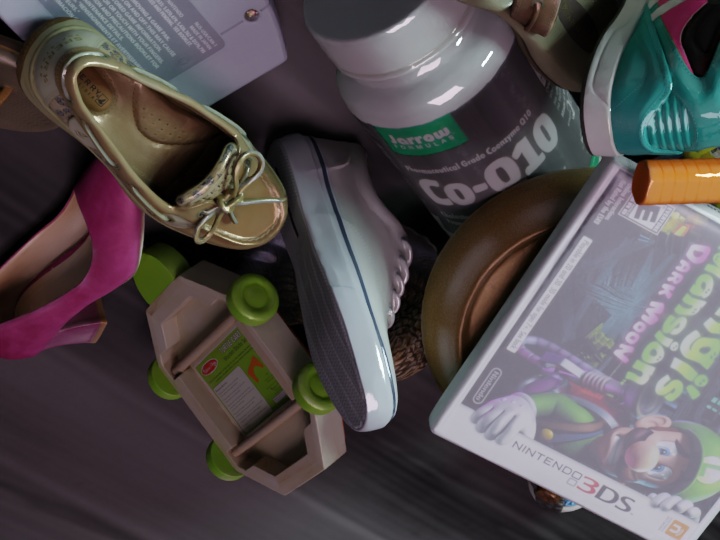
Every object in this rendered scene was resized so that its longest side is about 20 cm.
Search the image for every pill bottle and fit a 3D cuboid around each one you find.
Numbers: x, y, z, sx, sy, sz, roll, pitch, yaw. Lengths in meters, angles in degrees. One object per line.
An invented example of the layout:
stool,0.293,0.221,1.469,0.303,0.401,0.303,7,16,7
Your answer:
pill bottle,0.055,-0.106,0.935,0.113,0.113,0.200,-28,135,14

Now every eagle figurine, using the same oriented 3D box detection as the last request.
eagle figurine,0.014,0.040,1.075,0.151,0.200,0.152,-6,111,-55

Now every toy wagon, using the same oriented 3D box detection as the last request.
toy wagon,-0.089,0.052,1.038,0.040,0.200,0.155,-34,176,-37

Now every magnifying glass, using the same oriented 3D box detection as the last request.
magnifying glass,0.243,-0.050,0.875,0.200,0.022,0.080,-1,125,-17

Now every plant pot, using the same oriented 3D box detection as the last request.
plant pot,0.136,0.036,0.945,0.200,0.027,0.200,0,116,1

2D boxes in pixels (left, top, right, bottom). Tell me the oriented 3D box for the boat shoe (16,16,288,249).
boat shoe,-0.108,-0.065,0.903,0.200,0.063,0.073,35,90,-39

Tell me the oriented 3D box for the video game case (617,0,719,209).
video game case,0.274,-0.128,0.940,0.200,0.181,0.025,-27,172,12

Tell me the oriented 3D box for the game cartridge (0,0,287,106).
game cartridge,-0.132,-0.164,0.881,0.133,0.041,0.200,-25,136,16

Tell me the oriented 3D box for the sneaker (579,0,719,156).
sneaker,0.203,-0.139,0.862,0.121,0.200,0.084,7,145,27

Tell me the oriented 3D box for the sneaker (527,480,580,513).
sneaker,0.163,0.098,1.130,0.075,0.200,0.087,26,143,5

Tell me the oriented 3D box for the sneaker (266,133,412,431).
sneaker,0.000,0.000,0.971,0.071,0.200,0.073,-7,155,-20

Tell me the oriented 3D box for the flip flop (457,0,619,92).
flip flop,0.098,-0.151,0.835,0.081,0.058,0.200,-58,140,-4

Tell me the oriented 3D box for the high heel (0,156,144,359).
high heel,-0.196,-0.011,0.995,0.096,0.067,0.200,-4,151,-26

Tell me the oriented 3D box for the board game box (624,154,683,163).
board game box,0.207,-0.035,1.007,0.200,0.166,0.057,-28,156,13

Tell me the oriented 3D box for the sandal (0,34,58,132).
sandal,-0.257,-0.103,0.879,0.200,0.054,0.080,13,153,-24

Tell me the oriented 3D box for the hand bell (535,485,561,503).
hand bell,0.164,0.064,1.061,0.104,0.200,0.104,23,157,11

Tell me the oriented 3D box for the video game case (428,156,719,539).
video game case,0.167,0.054,0.926,0.182,0.023,0.200,27,113,-12
